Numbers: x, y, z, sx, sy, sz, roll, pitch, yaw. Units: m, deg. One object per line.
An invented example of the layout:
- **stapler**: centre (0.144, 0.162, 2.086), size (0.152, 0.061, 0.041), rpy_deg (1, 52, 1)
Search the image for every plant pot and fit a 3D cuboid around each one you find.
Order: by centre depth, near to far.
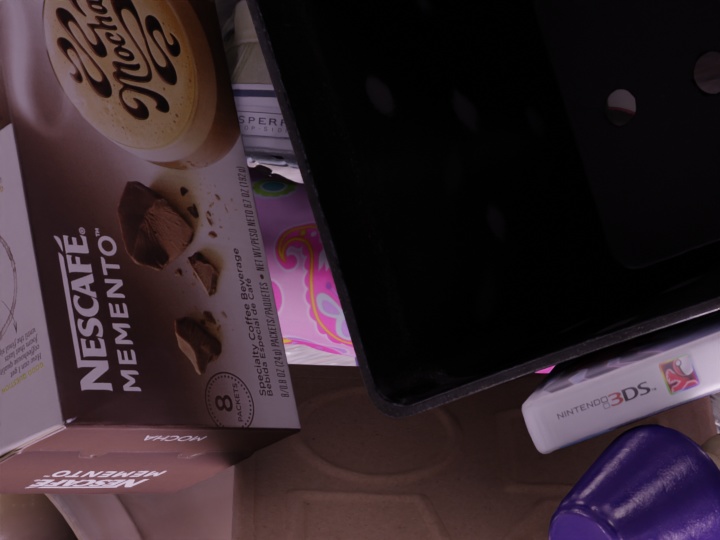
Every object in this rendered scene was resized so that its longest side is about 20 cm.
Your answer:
- **plant pot**: centre (0.101, -0.073, 1.050), size (0.199, 0.200, 0.177), rpy_deg (-21, 172, 28)
- **plant pot**: centre (-0.139, 0.181, 1.778), size (0.173, 0.200, 0.200), rpy_deg (-21, 173, -37)

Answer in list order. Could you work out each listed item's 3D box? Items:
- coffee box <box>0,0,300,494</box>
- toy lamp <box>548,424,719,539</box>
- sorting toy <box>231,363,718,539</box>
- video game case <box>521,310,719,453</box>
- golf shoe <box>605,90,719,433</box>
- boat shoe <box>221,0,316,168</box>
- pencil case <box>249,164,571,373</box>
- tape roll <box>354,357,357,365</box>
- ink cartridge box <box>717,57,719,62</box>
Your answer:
- **coffee box**: centre (-0.104, -0.024, 1.031), size (0.113, 0.200, 0.080), rpy_deg (5, 157, -44)
- **toy lamp**: centre (0.144, 0.060, 1.001), size (0.200, 0.058, 0.058), rpy_deg (-24, 174, -38)
- **sorting toy**: centre (0.045, 0.091, 1.043), size (0.185, 0.037, 0.200), rpy_deg (2, -155, -2)
- **video game case**: centre (0.159, 0.008, 1.040), size (0.182, 0.023, 0.200), rpy_deg (-21, -176, 15)
- **golf shoe**: centre (0.153, -0.026, 1.203), size (0.088, 0.200, 0.077), rpy_deg (-21, 153, 20)
- **boat shoe**: centre (-0.030, -0.074, 1.153), size (0.072, 0.062, 0.200), rpy_deg (7, 180, -5)
- **pencil case**: centre (0.000, 0.000, 1.199), size (0.200, 0.088, 0.087), rpy_deg (11, 176, 29)
- **tape roll**: centre (0.101, 0.064, 1.600), size (0.199, 0.085, 0.200), rpy_deg (-13, 178, -1)
- **ink cartridge box**: centre (0.235, -0.099, 1.310), size (0.095, 0.037, 0.200), rpy_deg (-16, 166, 21)
